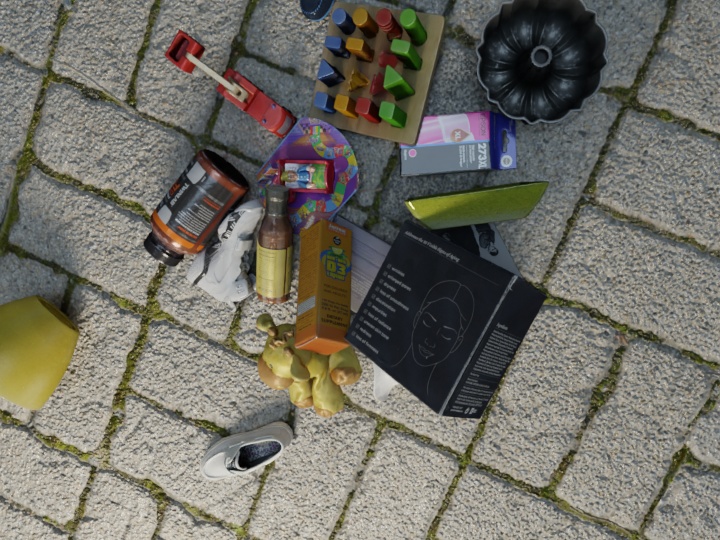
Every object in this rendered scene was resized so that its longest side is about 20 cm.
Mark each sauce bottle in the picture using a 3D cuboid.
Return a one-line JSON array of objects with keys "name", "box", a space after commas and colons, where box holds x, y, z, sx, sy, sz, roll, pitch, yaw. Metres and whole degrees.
[{"name": "sauce bottle", "box": [-0.146, -0.044, 0.897, 0.065, 0.066, 0.203, 10, 111, 6]}]

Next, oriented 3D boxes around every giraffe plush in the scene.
[{"name": "giraffe plush", "box": [-0.100, 0.143, 0.863, 0.170, 0.162, 0.203, 16, 96, 28]}]

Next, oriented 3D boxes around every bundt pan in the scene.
[{"name": "bundt pan", "box": [0.276, -0.324, 0.820, 0.198, 0.076, 0.206, 0, 93, 6]}]

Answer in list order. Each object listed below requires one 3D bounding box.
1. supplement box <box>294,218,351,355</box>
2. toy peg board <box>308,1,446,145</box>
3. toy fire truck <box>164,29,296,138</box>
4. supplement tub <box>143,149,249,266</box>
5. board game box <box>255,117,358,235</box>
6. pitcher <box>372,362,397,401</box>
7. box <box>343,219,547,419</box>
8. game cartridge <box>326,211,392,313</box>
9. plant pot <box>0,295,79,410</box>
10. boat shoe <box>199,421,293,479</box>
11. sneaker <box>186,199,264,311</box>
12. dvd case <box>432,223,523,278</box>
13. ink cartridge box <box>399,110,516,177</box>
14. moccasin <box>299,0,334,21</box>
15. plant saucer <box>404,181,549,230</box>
[{"name": "supplement box", "box": [-0.057, 0.024, 0.822, 0.069, 0.066, 0.203, -32, 50, 45]}, {"name": "toy peg board", "box": [0.011, -0.326, 0.830, 0.196, 0.098, 0.203, 17, 98, 17]}, {"name": "toy fire truck", "box": [-0.205, -0.298, 0.858, 0.199, 0.141, 0.049, 38, 100, 2]}, {"name": "supplement tub", "box": [-0.292, -0.103, 0.910, 0.107, 0.107, 0.200, 42, 100, 1]}, {"name": "board game box", "box": [-0.099, -0.154, 0.888, 0.200, 0.039, 0.158, -44, 84, 24]}, {"name": "pitcher", "box": [0.102, 0.117, 0.881, 0.197, 0.121, 0.174, -18, 94, 20]}, {"name": "box", "box": [0.114, 0.066, 0.733, 0.199, 0.123, 0.199, 33, 98, 41]}, {"name": "game cartridge", "box": [0.000, 0.000, 0.885, 0.199, 0.038, 0.131, 32, 106, 29]}, {"name": "plant pot", "box": [-0.609, 0.131, 0.954, 0.200, 0.200, 0.142, 42, 74, 1]}, {"name": "boat shoe", "box": [-0.219, 0.347, 0.971, 0.197, 0.069, 0.073, -19, 94, 9]}, {"name": "sneaker", "box": [-0.212, -0.023, 0.927, 0.115, 0.075, 0.200, 43, 105, 0]}, {"name": "dvd case", "box": [0.174, 0.007, 0.841, 0.148, 0.025, 0.202, -21, 60, 2]}, {"name": "ink cartridge box", "box": [0.162, -0.212, 0.875, 0.196, 0.037, 0.096, -3, 95, 6]}, {"name": "moccasin", "box": [-0.074, -0.518, 0.847, 0.079, 0.068, 0.204, 8, 94, 20]}, {"name": "plant saucer", "box": [0.171, -0.099, 0.802, 0.196, 0.200, 0.049, -7, 99, 8]}]
